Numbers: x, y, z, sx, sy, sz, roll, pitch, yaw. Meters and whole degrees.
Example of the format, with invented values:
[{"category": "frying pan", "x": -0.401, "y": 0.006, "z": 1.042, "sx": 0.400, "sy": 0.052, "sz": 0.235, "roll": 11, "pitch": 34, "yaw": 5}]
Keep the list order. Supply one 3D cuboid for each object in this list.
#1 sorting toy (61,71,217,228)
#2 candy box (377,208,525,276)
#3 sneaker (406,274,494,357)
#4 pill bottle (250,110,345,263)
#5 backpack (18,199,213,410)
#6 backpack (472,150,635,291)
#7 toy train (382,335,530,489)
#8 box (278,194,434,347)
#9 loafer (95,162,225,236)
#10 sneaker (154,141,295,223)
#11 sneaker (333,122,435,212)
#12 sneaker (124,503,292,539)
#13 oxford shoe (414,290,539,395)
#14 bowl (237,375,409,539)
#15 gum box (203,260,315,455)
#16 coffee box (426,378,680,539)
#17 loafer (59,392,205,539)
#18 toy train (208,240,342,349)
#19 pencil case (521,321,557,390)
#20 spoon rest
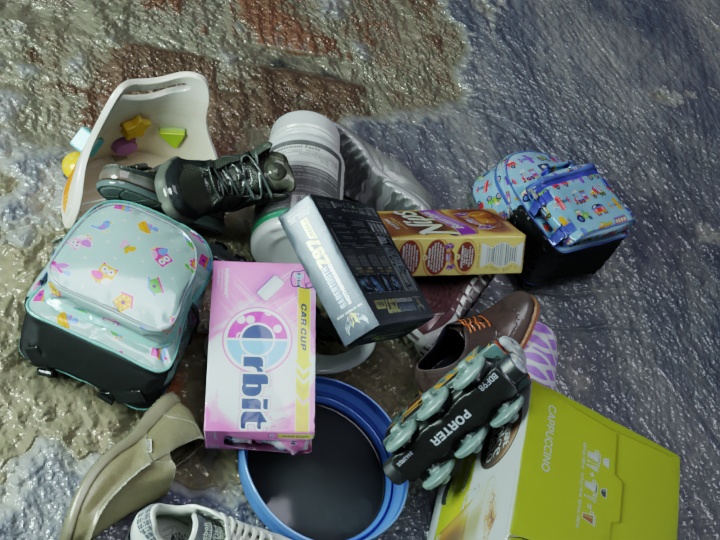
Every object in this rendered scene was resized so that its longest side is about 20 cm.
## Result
[{"category": "sorting toy", "x": -0.255, "y": -0.158, "z": 1.208, "sx": 0.198, "sy": 0.181, "sz": 0.108, "roll": -16, "pitch": 64, "yaw": -37}, {"category": "candy box", "x": 0.099, "y": -0.037, "z": 1.332, "sx": 0.197, "sy": 0.057, "sz": 0.117, "roll": -3, "pitch": 21, "yaw": -14}, {"category": "sneaker", "x": 0.099, "y": 0.014, "z": 1.346, "sx": 0.115, "sy": 0.076, "sz": 0.200, "roll": 38, "pitch": 47, "yaw": 6}, {"category": "pill bottle", "x": -0.076, "y": -0.099, "z": 1.307, "sx": 0.112, "sy": 0.113, "sz": 0.202, "roll": 17, "pitch": 49, "yaw": -17}, {"category": "backpack", "x": -0.250, "y": 0.018, "z": 1.101, "sx": 0.174, "sy": 0.154, "sz": 0.201, "roll": 23, "pitch": 40, "yaw": -5}, {"category": "backpack", "x": 0.268, "y": -0.094, "z": 1.482, "sx": 0.181, "sy": 0.135, "sz": 0.201, "roll": -11, "pitch": 59, "yaw": -35}, {"category": "toy train", "x": 0.102, "y": 0.150, "z": 1.116, "sx": 0.085, "sy": 0.200, "sz": 0.114, "roll": 43, "pitch": 19, "yaw": -5}, {"category": "box", "x": 0.000, "y": 0.000, "z": 1.150, "sx": 0.159, "sy": 0.051, "sz": 0.200, "roll": 61, "pitch": 19, "yaw": 10}, {"category": "loafer", "x": -0.228, "y": -0.093, "z": 1.198, "sx": 0.199, "sy": 0.071, "sz": 0.064, "roll": 27, "pitch": 66, "yaw": -57}, {"category": "sneaker", "x": -0.148, "y": -0.103, "z": 1.165, "sx": 0.199, "sy": 0.113, "sz": 0.077, "roll": -12, "pitch": 84, "yaw": -67}, {"category": "sneaker", "x": 0.020, "y": -0.130, "z": 1.427, "sx": 0.200, "sy": 0.075, "sz": 0.082, "roll": 43, "pitch": 32, "yaw": -1}, {"category": "sneaker", "x": -0.129, "y": 0.276, "z": 1.014, "sx": 0.198, "sy": 0.081, "sz": 0.077, "roll": 16, "pitch": 48, "yaw": -20}, {"category": "oxford shoe", "x": 0.145, "y": 0.084, "z": 1.263, "sx": 0.200, "sy": 0.073, "sz": 0.071, "roll": -42, "pitch": 45, "yaw": -22}, {"category": "bowl", "x": -0.042, "y": 0.213, "z": 1.137, "sx": 0.198, "sy": 0.039, "sz": 0.203, "roll": 15, "pitch": 50, "yaw": -19}, {"category": "gum box", "x": -0.105, "y": 0.095, "z": 1.096, "sx": 0.112, "sy": 0.066, "sz": 0.203, "roll": 2, "pitch": 64, "yaw": -5}, {"category": "coffee box", "x": 0.203, "y": 0.278, "z": 1.110, "sx": 0.198, "sy": 0.198, "sz": 0.201, "roll": 28, "pitch": 47, "yaw": -9}, {"category": "loafer", "x": -0.220, "y": 0.202, "z": 1.022, "sx": 0.067, "sy": 0.076, "sz": 0.200, "roll": 31, "pitch": 46, "yaw": 5}, {"category": "toy train", "x": -0.104, "y": 0.033, "z": 1.239, "sx": 0.199, "sy": 0.046, "sz": 0.034, "roll": 34, "pitch": 60, "yaw": 0}, {"category": "pencil case", "x": 0.199, "y": 0.157, "z": 1.284, "sx": 0.084, "sy": 0.085, "sz": 0.201, "roll": 37, "pitch": 44, "yaw": -20}, {"category": "spoon rest", "x": -0.080, "y": 0.088, "z": 1.182, "sx": 0.197, "sy": 0.061, "sz": 0.100, "roll": -1, "pitch": 30, "yaw": -4}]
